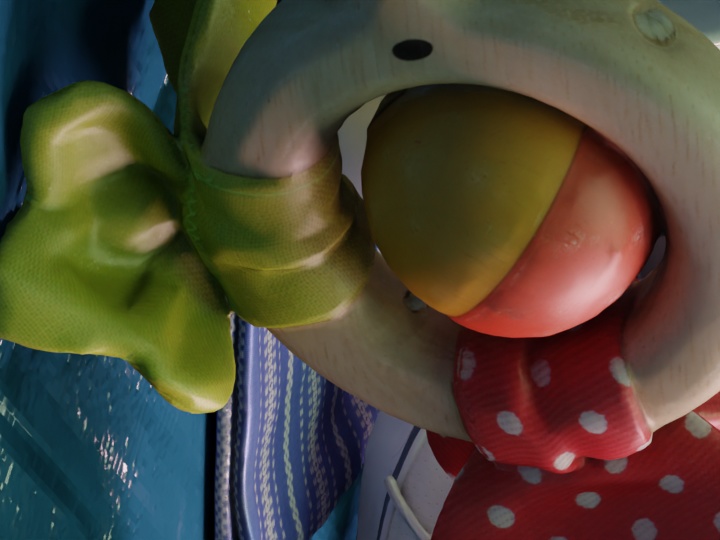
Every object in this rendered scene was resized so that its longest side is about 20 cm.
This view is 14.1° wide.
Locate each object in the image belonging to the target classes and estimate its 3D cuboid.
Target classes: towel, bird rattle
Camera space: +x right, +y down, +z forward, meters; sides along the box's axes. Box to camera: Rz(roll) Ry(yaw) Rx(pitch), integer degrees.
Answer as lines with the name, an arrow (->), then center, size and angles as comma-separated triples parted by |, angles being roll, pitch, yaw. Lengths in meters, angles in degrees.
towel -> 0.000, 0.000, 0.879 | 0.200, 0.024, 0.146 | -54, 150, -59
bird rattle -> 0.024, 0.003, 0.636 | 0.163, 0.200, 0.113 | -49, -175, 46

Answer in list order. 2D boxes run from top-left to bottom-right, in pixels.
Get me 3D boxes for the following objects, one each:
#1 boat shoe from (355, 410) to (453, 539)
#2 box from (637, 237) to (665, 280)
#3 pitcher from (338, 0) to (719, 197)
boat shoe -> 0.035, 0.107, 0.863 | 0.074, 0.086, 0.203 | 17, 97, -42
box -> 0.142, -0.074, 0.996 | 0.197, 0.117, 0.201 | 63, 19, -45
pitcher -> 0.026, -0.089, 0.729 | 0.121, 0.172, 0.200 | -44, 172, -15
